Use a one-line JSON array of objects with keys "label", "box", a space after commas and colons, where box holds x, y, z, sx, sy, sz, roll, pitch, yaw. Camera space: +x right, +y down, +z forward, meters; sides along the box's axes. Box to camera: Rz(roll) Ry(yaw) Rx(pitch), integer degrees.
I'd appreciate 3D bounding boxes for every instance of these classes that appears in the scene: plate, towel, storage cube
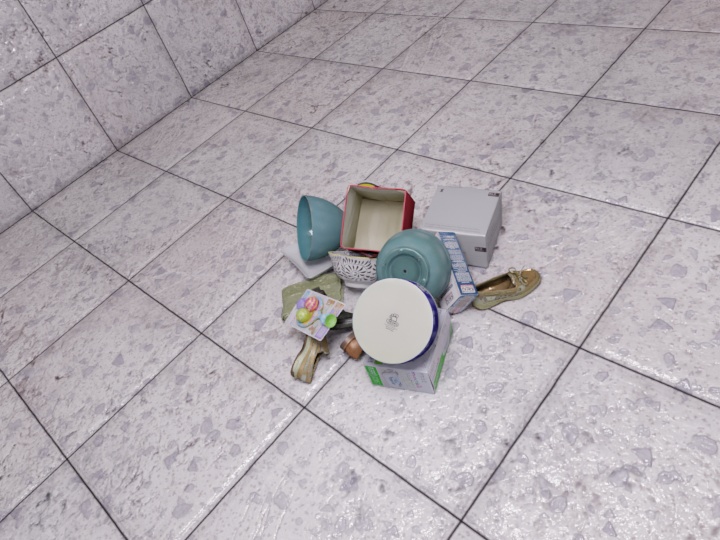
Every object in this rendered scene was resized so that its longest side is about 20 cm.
[{"label": "plate", "box": [-0.128, -0.052, 1.884, 0.199, 0.033, 0.199, -28, 40, -22]}, {"label": "towel", "box": [-0.147, 0.078, 1.774, 0.198, 0.037, 0.149, -16, 41, 7]}, {"label": "storage cube", "box": [0.053, -0.133, 1.668, 0.169, 0.180, 0.202, 6, 89, 14]}]

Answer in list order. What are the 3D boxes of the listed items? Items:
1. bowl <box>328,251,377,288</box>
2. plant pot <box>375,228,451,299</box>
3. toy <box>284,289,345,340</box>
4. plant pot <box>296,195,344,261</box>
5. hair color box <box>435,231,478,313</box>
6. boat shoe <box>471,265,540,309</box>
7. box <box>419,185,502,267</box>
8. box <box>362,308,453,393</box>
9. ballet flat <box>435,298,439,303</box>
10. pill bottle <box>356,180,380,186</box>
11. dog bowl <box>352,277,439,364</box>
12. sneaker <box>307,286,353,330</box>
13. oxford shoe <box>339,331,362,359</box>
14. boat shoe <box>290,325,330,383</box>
[{"label": "bowl", "box": [0.000, 0.000, 1.723, 0.198, 0.095, 0.201, 6, 5, 0]}, {"label": "plant pot", "box": [0.123, -0.002, 1.487, 0.198, 0.203, 0.134, -6, 4, 17]}, {"label": "toy", "box": [-0.134, 0.106, 1.561, 0.199, 0.047, 0.116, 18, 69, 51]}, {"label": "plant pot", "box": [-0.111, -0.131, 1.816, 0.133, 0.202, 0.201, -2, 38, -19]}, {"label": "hair color box", "box": [0.239, 0.005, 1.585, 0.060, 0.100, 0.202, 0, 58, -25]}, {"label": "boat shoe", "box": [0.388, 0.040, 1.563, 0.198, 0.063, 0.074, -25, 41, -3]}, {"label": "box", "box": [0.298, -0.133, 1.718, 0.197, 0.131, 0.201, 9, 50, 24]}, {"label": "box", "box": [0.125, 0.193, 1.494, 0.175, 0.097, 0.201, 3, 47, 25]}, {"label": "ballet flat", "box": [0.202, 0.055, 1.629, 0.063, 0.068, 0.201, 9, 50, 17]}, {"label": "pill bottle", "box": [0.007, -0.195, 1.932, 0.111, 0.113, 0.201, 1, 46, 24]}, {"label": "dog bowl", "box": [0.084, 0.119, 1.382, 0.198, 0.079, 0.202, -1, 85, 17]}, {"label": "sneaker", "box": [-0.089, 0.108, 1.657, 0.198, 0.116, 0.076, 2, 8, 26]}, {"label": "oxford shoe", "box": [0.037, 0.167, 1.597, 0.071, 0.072, 0.200, 42, 68, 16]}, {"label": "boat shoe", "box": [-0.114, 0.206, 1.584, 0.076, 0.072, 0.202, 22, 85, 16]}]
